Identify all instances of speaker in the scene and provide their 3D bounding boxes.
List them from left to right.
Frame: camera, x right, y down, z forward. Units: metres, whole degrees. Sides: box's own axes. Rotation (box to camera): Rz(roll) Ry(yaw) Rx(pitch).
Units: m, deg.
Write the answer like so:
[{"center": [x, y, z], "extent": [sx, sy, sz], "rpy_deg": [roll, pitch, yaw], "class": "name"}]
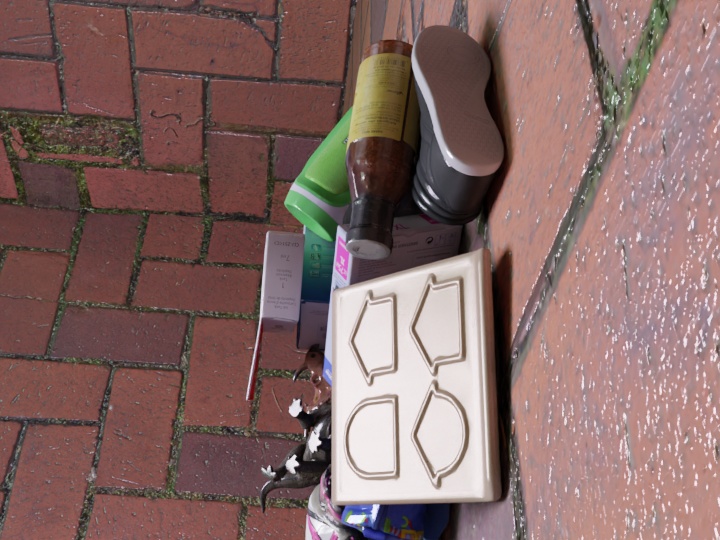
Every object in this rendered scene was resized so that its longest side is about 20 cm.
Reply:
[{"center": [0.001, -0.133, 1.059], "extent": [0.200, 0.088, 0.088], "rpy_deg": [-52, 0, -9], "class": "speaker"}]

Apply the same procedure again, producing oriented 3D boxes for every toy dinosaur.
[{"center": [-0.037, 0.185, 0.944], "extent": [0.077, 0.102, 0.200], "rpy_deg": [37, 108, 44], "class": "toy dinosaur"}, {"center": [-0.006, 0.188, 1.017], "extent": [0.086, 0.135, 0.200], "rpy_deg": [102, 165, -50], "class": "toy dinosaur"}]

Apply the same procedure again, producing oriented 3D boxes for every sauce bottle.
[{"center": [0.018, -0.108, 0.812], "extent": [0.066, 0.066, 0.200], "rpy_deg": [105, 176, -66], "class": "sauce bottle"}]

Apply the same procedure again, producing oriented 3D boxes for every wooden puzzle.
[{"center": [0.045, 0.092, 0.733], "extent": [0.200, 0.046, 0.186], "rpy_deg": [-19, 66, 49], "class": "wooden puzzle"}]

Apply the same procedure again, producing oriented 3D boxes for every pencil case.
[{"center": [0.035, 0.144, 0.821], "extent": [0.087, 0.078, 0.200], "rpy_deg": [19, -100, -70], "class": "pencil case"}]

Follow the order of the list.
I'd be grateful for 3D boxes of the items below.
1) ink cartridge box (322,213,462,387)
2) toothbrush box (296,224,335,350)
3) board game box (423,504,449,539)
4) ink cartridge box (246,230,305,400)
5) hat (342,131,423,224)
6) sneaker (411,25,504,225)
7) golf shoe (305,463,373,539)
[{"center": [0.027, 0.045, 0.884], "extent": [0.042, 0.119, 0.200], "rpy_deg": [42, 134, 51], "class": "ink cartridge box"}, {"center": [0.000, 0.000, 1.101], "extent": [0.200, 0.146, 0.085], "rpy_deg": [-92, 8, -46], "class": "toothbrush box"}, {"center": [0.041, 0.237, 0.902], "extent": [0.200, 0.039, 0.158], "rpy_deg": [-63, 32, 23], "class": "board game box"}, {"center": [-0.094, 0.059, 1.024], "extent": [0.200, 0.045, 0.177], "rpy_deg": [126, 149, -81], "class": "ink cartridge box"}, {"center": [0.054, -0.101, 0.936], "extent": [0.201, 0.081, 0.201], "rpy_deg": [-161, 90, -75], "class": "hat"}, {"center": [0.072, -0.123, 0.786], "extent": [0.099, 0.071, 0.200], "rpy_deg": [107, 163, -48], "class": "sneaker"}, {"center": [-0.010, 0.283, 0.861], "extent": [0.200, 0.072, 0.092], "rpy_deg": [-104, 35, -54], "class": "golf shoe"}]
